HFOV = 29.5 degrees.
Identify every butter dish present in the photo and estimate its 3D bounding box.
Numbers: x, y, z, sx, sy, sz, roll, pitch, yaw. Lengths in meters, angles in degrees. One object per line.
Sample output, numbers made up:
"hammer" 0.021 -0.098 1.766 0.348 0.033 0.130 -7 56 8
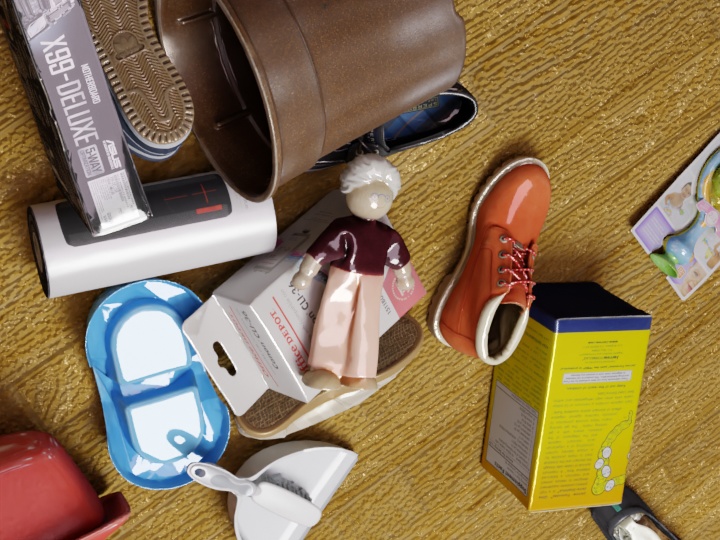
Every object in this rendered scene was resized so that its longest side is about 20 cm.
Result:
"butter dish" -0.309 0.190 1.140 0.200 0.199 0.148 -26 92 -14

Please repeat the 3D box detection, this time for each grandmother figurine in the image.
"grandmother figurine" 0.000 0.000 1.167 0.121 0.061 0.200 1 99 -46

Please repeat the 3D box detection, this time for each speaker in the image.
"speaker" -0.174 -0.035 1.159 0.200 0.081 0.081 -12 111 -18

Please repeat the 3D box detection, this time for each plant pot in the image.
"plant pot" -0.035 -0.185 1.113 0.198 0.200 0.200 -26 115 -21

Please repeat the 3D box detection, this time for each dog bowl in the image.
"dog bowl" -0.184 0.095 1.215 0.111 0.050 0.200 -16 113 -17

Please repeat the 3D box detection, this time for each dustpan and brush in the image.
"dustpan and brush" -0.092 0.204 1.268 0.200 0.057 0.140 32 94 -36

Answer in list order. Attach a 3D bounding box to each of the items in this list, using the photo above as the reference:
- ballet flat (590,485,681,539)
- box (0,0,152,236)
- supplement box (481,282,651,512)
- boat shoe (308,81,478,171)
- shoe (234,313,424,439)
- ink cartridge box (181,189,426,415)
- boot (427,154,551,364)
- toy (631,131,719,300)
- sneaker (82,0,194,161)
"ballet flat" 0.319 0.307 1.486 0.073 0.073 0.200 -45 118 -3
"box" -0.230 -0.141 1.056 0.050 0.158 0.200 -21 113 -15
"supplement box" 0.200 0.122 1.351 0.109 0.109 0.200 -1 108 -22
"boat shoe" 0.013 -0.127 1.213 0.200 0.066 0.070 -13 112 -19
"shoe" -0.031 0.099 1.283 0.200 0.070 0.053 -27 158 -17
"ink cartridge box" -0.048 0.033 1.212 0.200 0.067 0.117 -42 120 -23
"boot" 0.141 -0.008 1.286 0.075 0.107 0.200 18 98 -25
"toy" 0.379 -0.070 1.396 0.200 0.047 0.115 -44 120 -3
"sneaker" -0.193 -0.182 1.116 0.070 0.109 0.200 -21 84 -12
